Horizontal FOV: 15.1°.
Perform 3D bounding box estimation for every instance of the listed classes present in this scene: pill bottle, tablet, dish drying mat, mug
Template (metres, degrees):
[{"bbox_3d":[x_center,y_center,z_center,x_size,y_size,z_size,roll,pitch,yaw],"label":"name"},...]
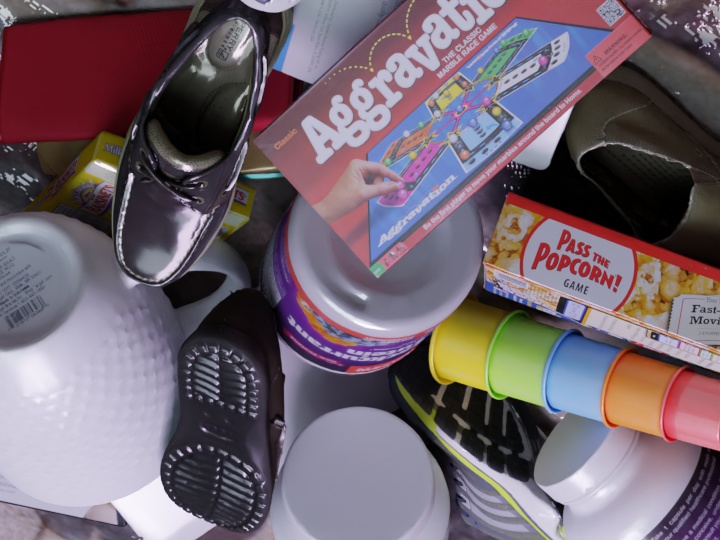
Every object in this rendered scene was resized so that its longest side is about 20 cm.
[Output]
[{"bbox_3d":[0.206,0.164,1.710,0.200,0.113,0.112,41,133,-17],"label":"pill bottle"},{"bbox_3d":[-0.082,0.091,1.756,0.200,0.014,0.130,-33,117,6],"label":"tablet"},{"bbox_3d":[-0.125,-0.116,1.614,0.199,0.077,0.018,-2,165,23],"label":"dish drying mat"},{"bbox_3d":[-0.161,0.035,1.639,0.199,0.148,0.175,-21,153,0],"label":"mug"},{"bbox_3d":[0.000,0.162,1.741,0.116,0.117,0.200,15,160,8],"label":"pill bottle"},{"bbox_3d":[0.000,0.000,1.597,0.111,0.112,0.200,26,166,-3],"label":"pill bottle"}]

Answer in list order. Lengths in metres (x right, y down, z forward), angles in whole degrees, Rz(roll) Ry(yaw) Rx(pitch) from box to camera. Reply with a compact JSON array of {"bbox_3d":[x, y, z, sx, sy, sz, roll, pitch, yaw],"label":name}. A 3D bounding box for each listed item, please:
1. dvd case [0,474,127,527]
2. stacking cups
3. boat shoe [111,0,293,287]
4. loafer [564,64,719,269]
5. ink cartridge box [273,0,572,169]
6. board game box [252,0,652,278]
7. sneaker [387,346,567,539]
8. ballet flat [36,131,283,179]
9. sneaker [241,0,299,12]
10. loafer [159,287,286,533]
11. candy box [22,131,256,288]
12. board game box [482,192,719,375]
[{"bbox_3d":[-0.235,0.095,1.891,0.142,0.018,0.201,11,134,14],"label":"dvd case"},{"bbox_3d":[0.141,0.067,1.649,0.199,0.061,0.061,17,138,27],"label":"stacking cups"},{"bbox_3d":[-0.097,-0.073,1.507,0.073,0.065,0.201,22,116,4],"label":"boat shoe"},{"bbox_3d":[0.191,-0.035,1.558,0.200,0.068,0.076,34,135,-11],"label":"loafer"},{"bbox_3d":[0.033,-0.148,1.515,0.199,0.067,0.116,22,135,2],"label":"ink cartridge box"},{"bbox_3d":[0.048,-0.098,1.457,0.200,0.019,0.103,-42,94,15],"label":"board game box"},{"bbox_3d":[0.082,0.129,1.759,0.081,0.074,0.200,-26,116,42],"label":"sneaker"},{"bbox_3d":[-0.110,-0.088,1.636,0.199,0.069,0.063,-2,113,22],"label":"ballet flat"},{"bbox_3d":[-0.090,-0.195,1.445,0.130,0.079,0.200,-49,59,45],"label":"sneaker"},{"bbox_3d":[-0.071,0.085,1.633,0.073,0.071,0.200,23,142,8],"label":"loafer"},{"bbox_3d":[-0.145,-0.030,1.670,0.102,0.027,0.200,23,157,-17],"label":"candy box"},{"bbox_3d":[0.170,0.018,1.571,0.199,0.046,0.152,20,176,4],"label":"board game box"}]
